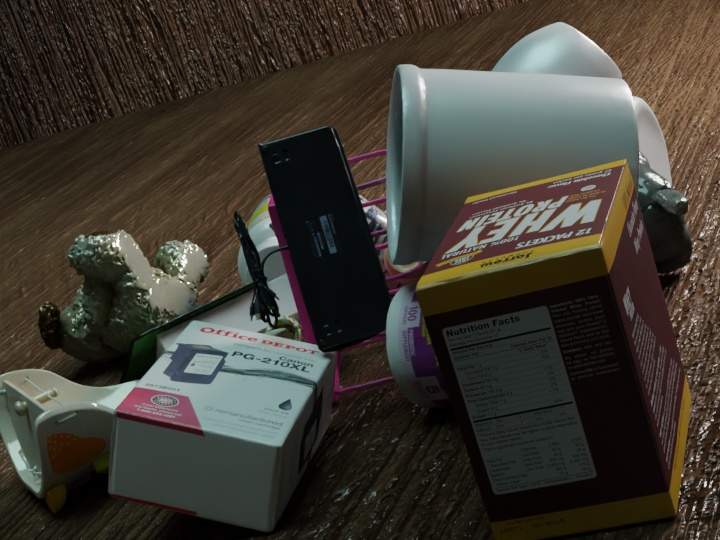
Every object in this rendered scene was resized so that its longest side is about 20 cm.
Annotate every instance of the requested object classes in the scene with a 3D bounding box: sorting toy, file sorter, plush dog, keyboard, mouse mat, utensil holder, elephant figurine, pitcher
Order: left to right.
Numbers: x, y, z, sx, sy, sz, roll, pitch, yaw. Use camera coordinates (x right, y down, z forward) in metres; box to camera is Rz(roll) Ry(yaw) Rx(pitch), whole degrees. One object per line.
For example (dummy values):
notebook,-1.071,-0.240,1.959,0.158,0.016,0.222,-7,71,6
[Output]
sorting toy,-0.244,0.145,1.519,0.178,0.108,0.199,-18,13,-23
plush dog,-0.281,0.054,1.846,0.171,0.162,0.199,-25,-19,34
mouse mat,-0.182,0.068,1.686,0.160,0.008,0.200,-26,-11,-20
keyboard,-0.053,-0.023,1.409,0.125,0.202,0.021,-15,-14,-8
file sorter,0.000,0.000,1.517,0.124,0.202,0.139,-14,16,5
utensil holder,0.126,-0.090,1.353,0.197,0.172,0.170,0,15,-4
pitcher,0.166,-0.123,1.512,0.121,0.171,0.201,40,92,33
elephant figurine,0.209,-0.018,1.505,0.198,0.156,0.142,-29,49,2

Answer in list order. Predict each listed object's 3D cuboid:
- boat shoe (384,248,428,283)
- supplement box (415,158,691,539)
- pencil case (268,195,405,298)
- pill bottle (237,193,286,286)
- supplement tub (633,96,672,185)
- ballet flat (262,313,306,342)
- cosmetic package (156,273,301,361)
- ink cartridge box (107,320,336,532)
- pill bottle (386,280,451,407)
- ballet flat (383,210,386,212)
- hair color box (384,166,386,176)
boat shoe,0.095,-0.072,1.596,0.200,0.074,0.069,-46,-19,1
supplement box,0.148,0.055,1.144,0.131,0.202,0.197,-13,17,19
pencil case,0.006,-0.037,1.672,0.090,0.198,0.078,-60,-2,3
pill bottle,-0.087,-0.019,1.846,0.110,0.113,0.200,-17,16,8
supplement tub,0.219,-0.096,1.676,0.198,0.146,0.145,-10,17,27
ballet flat,-0.090,0.100,1.532,0.075,0.065,0.200,-15,16,10
cosmetic package,-0.117,0.062,1.648,0.198,0.051,0.083,-25,-22,-22
ink cartridge box,-0.112,0.127,1.343,0.143,0.085,0.200,11,22,9
pill bottle,0.130,0.052,1.340,0.198,0.114,0.112,-10,17,31
ballet flat,0.064,-0.040,1.796,0.197,0.069,0.069,-1,42,17
hair color box,0.138,-0.110,1.906,0.198,0.101,0.061,-15,17,15
